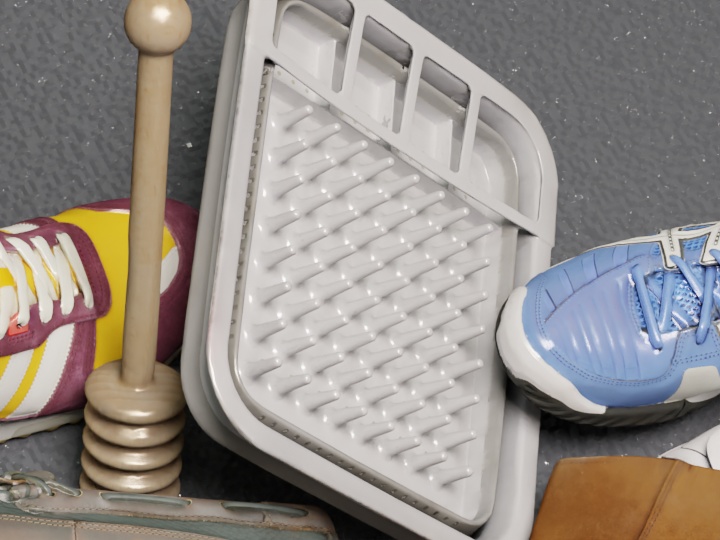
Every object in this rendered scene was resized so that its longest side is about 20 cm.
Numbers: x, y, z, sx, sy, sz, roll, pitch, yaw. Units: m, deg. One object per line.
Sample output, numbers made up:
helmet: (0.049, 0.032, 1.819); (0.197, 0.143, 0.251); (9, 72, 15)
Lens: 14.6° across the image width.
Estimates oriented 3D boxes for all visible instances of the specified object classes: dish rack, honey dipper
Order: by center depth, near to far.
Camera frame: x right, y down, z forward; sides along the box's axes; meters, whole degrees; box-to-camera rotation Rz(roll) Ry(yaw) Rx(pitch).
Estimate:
honey dipper: (-0.073, -0.005, 0.965); (0.038, 0.200, 0.038); (5, 32, -3)
dish rack: (0.000, 0.000, 1.025); (0.171, 0.043, 0.200); (32, 51, -38)

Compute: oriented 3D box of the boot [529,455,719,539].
boot: (0.116, 0.159, 0.944); (0.188, 0.069, 0.200); (4, 50, 36)

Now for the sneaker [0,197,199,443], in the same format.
sneaker: (-0.134, 0.017, 1.000); (0.200, 0.090, 0.075); (-26, 69, -22)

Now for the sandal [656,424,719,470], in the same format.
sandal: (0.181, 0.070, 1.046); (0.206, 0.059, 0.079); (-24, 68, -21)

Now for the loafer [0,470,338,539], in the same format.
loafer: (-0.101, 0.101, 0.978); (0.199, 0.072, 0.063); (12, 53, -14)

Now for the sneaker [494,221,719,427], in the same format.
sneaker: (0.143, 0.005, 1.054); (0.199, 0.077, 0.076); (-12, 66, -24)
